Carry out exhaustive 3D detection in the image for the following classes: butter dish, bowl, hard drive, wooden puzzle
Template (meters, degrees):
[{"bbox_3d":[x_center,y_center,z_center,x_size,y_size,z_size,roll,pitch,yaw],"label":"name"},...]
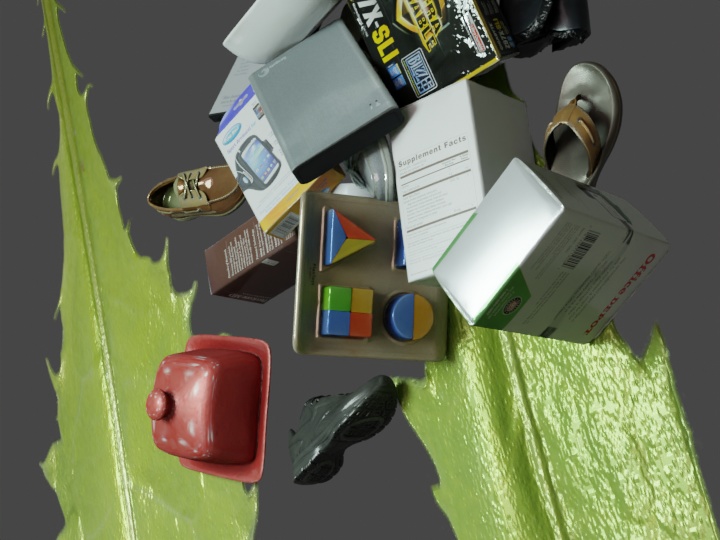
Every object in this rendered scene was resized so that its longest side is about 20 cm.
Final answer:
[{"bbox_3d":[-0.233,0.189,1.392,0.198,0.147,0.202,0,84,42],"label":"butter dish"},{"bbox_3d":[-0.069,-0.349,1.259,0.075,0.200,0.200,45,131,-10],"label":"bowl"},{"bbox_3d":[-0.045,-0.203,1.168,0.139,0.033,0.201,-31,46,5],"label":"hard drive"},{"bbox_3d":[0.022,0.008,1.141,0.046,0.198,0.187,170,104,-66],"label":"wooden puzzle"}]

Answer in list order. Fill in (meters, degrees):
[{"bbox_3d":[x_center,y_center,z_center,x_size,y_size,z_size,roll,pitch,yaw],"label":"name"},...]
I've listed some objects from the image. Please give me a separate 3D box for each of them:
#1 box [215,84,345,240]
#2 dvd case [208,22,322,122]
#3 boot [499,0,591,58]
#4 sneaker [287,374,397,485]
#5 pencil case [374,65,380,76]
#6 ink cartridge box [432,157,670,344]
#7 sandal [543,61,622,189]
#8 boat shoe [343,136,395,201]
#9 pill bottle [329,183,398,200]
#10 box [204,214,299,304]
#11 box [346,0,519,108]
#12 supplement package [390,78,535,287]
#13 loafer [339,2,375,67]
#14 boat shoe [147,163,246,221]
[{"bbox_3d":[-0.108,-0.151,1.249,0.119,0.041,0.201,-43,53,19],"label":"box"},{"bbox_3d":[-0.126,-0.299,1.393,0.142,0.018,0.201,0,59,43],"label":"dvd case"},{"bbox_3d":[0.160,-0.328,1.114,0.198,0.076,0.170,2,83,17],"label":"boot"},{"bbox_3d":[-0.033,0.187,1.259,0.200,0.076,0.091,-45,49,26],"label":"sneaker"},{"bbox_3d":[0.070,-0.281,1.219,0.089,0.077,0.201,40,112,61],"label":"pencil case"},{"bbox_3d":[0.192,-0.012,0.986,0.146,0.199,0.085,-54,50,22],"label":"ink cartridge box"},{"bbox_3d":[0.222,-0.132,1.063,0.081,0.054,0.202,17,86,42],"label":"sandal"},{"bbox_3d":[-0.012,-0.153,1.181,0.075,0.064,0.203,85,163,-53],"label":"boat shoe"},{"bbox_3d":[0.000,0.000,1.221,0.115,0.115,0.202,-1,83,43],"label":"pill bottle"},{"bbox_3d":[-0.110,-0.030,1.337,0.199,0.100,0.076,-29,61,37],"label":"box"},{"bbox_3d":[0.070,-0.296,1.119,0.159,0.049,0.201,-24,90,46],"label":"box"},{"bbox_3d":[0.121,-0.090,1.115,0.119,0.121,0.202,-18,72,40],"label":"supplement package"},{"bbox_3d":[0.000,-0.257,1.284,0.068,0.075,0.202,3,85,49],"label":"loafer"},{"bbox_3d":[-0.247,-0.117,1.497,0.199,0.074,0.076,-16,74,41],"label":"boat shoe"}]
